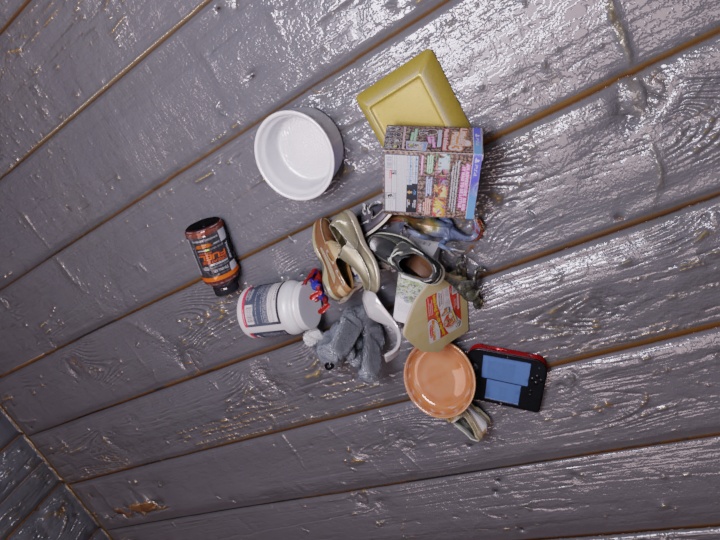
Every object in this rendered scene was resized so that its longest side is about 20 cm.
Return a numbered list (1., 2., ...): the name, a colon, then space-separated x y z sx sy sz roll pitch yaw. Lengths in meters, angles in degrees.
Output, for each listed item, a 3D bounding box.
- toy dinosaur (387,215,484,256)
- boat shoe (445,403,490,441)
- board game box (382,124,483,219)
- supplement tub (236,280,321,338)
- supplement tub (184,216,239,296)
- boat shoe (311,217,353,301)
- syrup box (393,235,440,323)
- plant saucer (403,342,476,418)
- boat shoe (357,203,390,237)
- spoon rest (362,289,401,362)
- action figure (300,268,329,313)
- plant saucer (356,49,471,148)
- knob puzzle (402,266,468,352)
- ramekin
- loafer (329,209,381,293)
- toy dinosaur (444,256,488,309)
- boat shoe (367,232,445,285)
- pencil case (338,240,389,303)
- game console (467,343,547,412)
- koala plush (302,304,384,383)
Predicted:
1. toy dinosaur: 0.183 -0.108 1.254 0.178 0.200 0.107 13 103 -21
2. boat shoe: 0.257 0.373 1.469 0.198 0.069 0.075 36 143 2
3. board game box: 0.146 -0.203 1.140 0.195 0.098 0.161 4 136 6
4. supplement tub: -0.217 0.103 1.474 0.196 0.141 0.143 -8 115 25
5. supplement tub: -0.392 -0.034 1.491 0.105 0.107 0.204 -5 116 24
6. boat shoe: -0.058 -0.032 1.326 0.073 0.075 0.204 -23 77 34
7. syrup box: 0.135 0.030 1.328 0.077 0.082 0.204 14 122 17
8. plant saucer: 0.207 0.277 1.427 0.196 0.037 0.205 3 97 29
9. boat shoe: 0.016 -0.123 1.298 0.063 0.073 0.199 47 130 -8
10. spoon rest: 0.055 0.123 1.370 0.059 0.203 0.100 -18 151 -5
11. action figure: -0.110 0.042 1.373 0.051 0.201 0.066 -33 109 7
12. plant saucer: 0.107 -0.321 1.165 0.197 0.049 0.202 -23 108 31
13. knob puzzle: 0.173 0.104 1.309 0.030 0.217 0.224 28 134 49
14. ramekin: -0.134 -0.272 1.259 0.196 0.098 0.204 9 120 17
15. loafer: -0.016 -0.037 1.263 0.203 0.067 0.076 66 161 7
16. toy dinosaur: 0.240 0.019 1.276 0.198 0.047 0.089 33 85 -28
17. boat shoe: 0.093 -0.031 1.223 0.198 0.067 0.073 30 106 26
18. pencil case: 0.000 0.000 1.363 0.199 0.077 0.091 -39 59 33
19. game console: 0.366 0.276 1.403 0.196 0.031 0.180 9 120 18
20. koala plush: -0.049 0.197 1.465 0.176 0.187 0.199 33 145 -24
